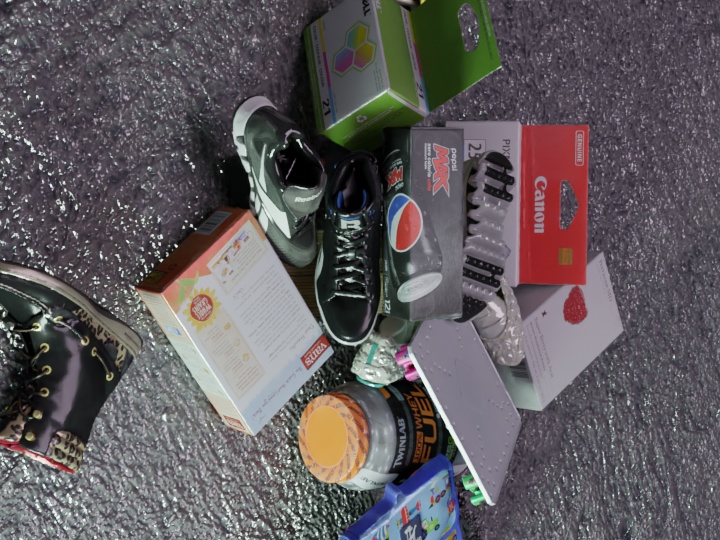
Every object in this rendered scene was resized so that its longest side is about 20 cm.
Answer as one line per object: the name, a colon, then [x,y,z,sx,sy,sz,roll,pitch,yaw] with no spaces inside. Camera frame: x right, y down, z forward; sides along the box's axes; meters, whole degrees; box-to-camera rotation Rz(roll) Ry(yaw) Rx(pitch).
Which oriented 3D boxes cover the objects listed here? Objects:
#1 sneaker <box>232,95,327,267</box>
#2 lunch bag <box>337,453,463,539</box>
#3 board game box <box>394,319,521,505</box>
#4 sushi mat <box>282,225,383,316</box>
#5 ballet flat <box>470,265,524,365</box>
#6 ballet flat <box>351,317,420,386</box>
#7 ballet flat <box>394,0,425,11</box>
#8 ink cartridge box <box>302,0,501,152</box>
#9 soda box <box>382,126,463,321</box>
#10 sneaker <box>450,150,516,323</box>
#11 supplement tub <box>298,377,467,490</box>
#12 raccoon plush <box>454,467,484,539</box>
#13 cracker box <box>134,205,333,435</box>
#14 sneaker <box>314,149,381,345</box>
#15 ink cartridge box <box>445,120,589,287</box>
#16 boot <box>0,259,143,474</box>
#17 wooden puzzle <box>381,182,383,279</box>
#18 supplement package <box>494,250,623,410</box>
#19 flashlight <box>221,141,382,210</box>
sneaker: [-0.071,-0.077,1.499,0.066,0.090,0.201,-34,130,-26]
lunch bag: [0.039,0.296,1.635,0.150,0.094,0.201,-34,143,-27]
board game box: [0.112,0.133,1.642,0.201,0.026,0.200,62,23,-13]
sushi mat: [0.000,0.000,1.611,0.012,0.198,0.097,-71,158,-81]
ballet flat: [0.140,0.018,1.737,0.071,0.071,0.202,-4,76,-46]
ballet flat: [0.049,0.078,1.669,0.200,0.071,0.073,-31,116,-69]
ballet flat: [0.061,-0.299,1.729,0.066,0.067,0.202,2,92,-25]
ink cartridge box: [0.041,-0.239,1.579,0.075,0.199,0.149,24,47,-43]
soda box: [0.065,-0.050,1.551,0.070,0.063,0.202,-3,96,-28]
sneaker: [0.121,-0.036,1.679,0.075,0.081,0.202,26,69,-40]
supplement tub: [0.032,0.184,1.674,0.199,0.122,0.124,-1,92,-46]
raccoon plush: [0.139,0.340,1.820,0.134,0.096,0.201,49,58,-45]
cracker box: [-0.128,0.053,1.539,0.134,0.057,0.201,-45,122,-26]
sneaker: [-0.014,-0.026,1.537,0.112,0.072,0.202,69,22,-84]
ink cartridge box: [0.189,-0.081,1.795,0.045,0.174,0.202,-13,103,-81]
boot: [-0.301,0.089,1.364,0.200,0.073,0.152,39,64,-46]
wooden puzzle: [0.068,-0.059,1.706,0.185,0.046,0.202,7,88,-71]
supplement package: [0.224,0.070,1.868,0.200,0.119,0.122,-37,117,-39]
flashlight: [-0.061,-0.111,1.610,0.199,0.067,0.069,-9,110,-41]
